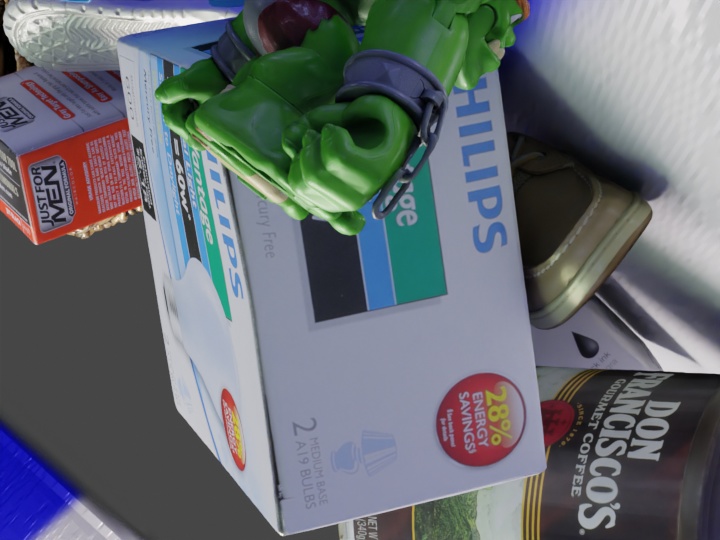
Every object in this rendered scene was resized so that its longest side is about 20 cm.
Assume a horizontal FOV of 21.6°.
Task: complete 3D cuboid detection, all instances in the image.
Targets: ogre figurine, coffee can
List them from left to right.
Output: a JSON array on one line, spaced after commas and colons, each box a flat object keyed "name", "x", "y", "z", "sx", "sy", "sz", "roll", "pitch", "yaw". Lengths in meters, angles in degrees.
[{"name": "ogre figurine", "x": -0.005, "y": -0.081, "z": 0.629, "sx": 0.098, "sy": 0.120, "sz": 0.200, "roll": 37, "pitch": 178, "yaw": -1}, {"name": "coffee can", "x": 0.110, "y": 0.121, "z": 0.953, "sx": 0.199, "sy": 0.147, "sz": 0.146, "roll": 0, "pitch": 151, "yaw": 34}]

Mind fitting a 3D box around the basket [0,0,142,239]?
[{"name": "basket", "x": -0.210, "y": -0.144, "z": 1.302, "sx": 0.149, "sy": 0.142, "sz": 0.201, "roll": 47, "pitch": -156, "yaw": -57}]

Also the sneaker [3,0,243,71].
[{"name": "sneaker", "x": -0.089, "y": -0.156, "z": 1.057, "sx": 0.198, "sy": 0.112, "sz": 0.077, "roll": 8, "pitch": 140, "yaw": 11}]

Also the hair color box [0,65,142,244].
[{"name": "hair color box", "x": -0.125, "y": -0.092, "z": 1.102, "sx": 0.101, "sy": 0.199, "sz": 0.062, "roll": 37, "pitch": 141, "yaw": 48}]

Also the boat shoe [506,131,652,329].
[{"name": "boat shoe", "x": 0.074, "y": -0.026, "z": 0.850, "sx": 0.065, "sy": 0.072, "sz": 0.200, "roll": 40, "pitch": -178, "yaw": -10}]

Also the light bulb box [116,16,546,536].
[{"name": "light bulb box", "x": -0.019, "y": -0.013, "z": 0.853, "sx": 0.200, "sy": 0.124, "sz": 0.200, "roll": -149, "pitch": 49, "yaw": -70}]

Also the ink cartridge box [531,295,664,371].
[{"name": "ink cartridge box", "x": 0.059, "y": 0.043, "z": 1.090, "sx": 0.200, "sy": 0.146, "sz": 0.084, "roll": 42, "pitch": -170, "yaw": -21}]

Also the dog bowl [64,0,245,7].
[{"name": "dog bowl", "x": -0.116, "y": -0.164, "z": 0.817, "sx": 0.199, "sy": 0.050, "sz": 0.111, "roll": 8, "pitch": 161, "yaw": 37}]
